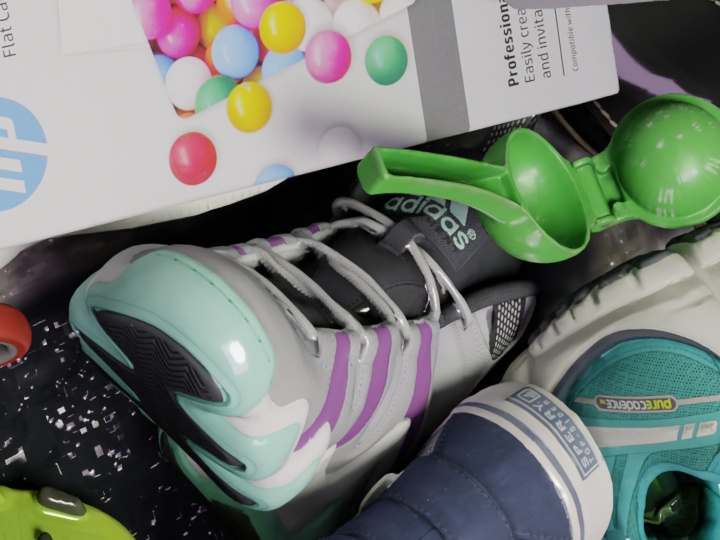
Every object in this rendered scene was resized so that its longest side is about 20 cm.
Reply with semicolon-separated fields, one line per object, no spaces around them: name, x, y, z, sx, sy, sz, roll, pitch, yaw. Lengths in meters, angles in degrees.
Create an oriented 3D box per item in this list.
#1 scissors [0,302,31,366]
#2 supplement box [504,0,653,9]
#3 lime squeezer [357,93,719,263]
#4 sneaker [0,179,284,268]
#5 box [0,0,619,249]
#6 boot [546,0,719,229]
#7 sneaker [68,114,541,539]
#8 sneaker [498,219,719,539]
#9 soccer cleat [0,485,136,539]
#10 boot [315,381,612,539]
scissors;-0.185;0.030;0.733;0.199;0.014;0.073;-3;161;-24
supplement box;0.060;-0.177;0.698;0.109;0.061;0.201;35;70;-35
lime squeezer;0.073;-0.035;0.743;0.199;0.038;0.071;-12;148;-29
sneaker;-0.111;-0.041;0.731;0.199;0.075;0.089;-22;112;-24
box;-0.037;-0.100;0.707;0.199;0.041;0.157;-14;101;-26
boot;0.140;-0.017;0.815;0.073;0.151;0.200;-48;126;2
sneaker;0.000;0.000;0.767;0.140;0.078;0.200;-45;168;-9
sneaker;0.070;0.062;0.822;0.077;0.080;0.200;-21;163;-23
soccer cleat;-0.155;0.114;0.797;0.200;0.065;0.084;-18;152;-23
boot;0.003;0.114;0.819;0.090;0.073;0.200;-34;155;-33
